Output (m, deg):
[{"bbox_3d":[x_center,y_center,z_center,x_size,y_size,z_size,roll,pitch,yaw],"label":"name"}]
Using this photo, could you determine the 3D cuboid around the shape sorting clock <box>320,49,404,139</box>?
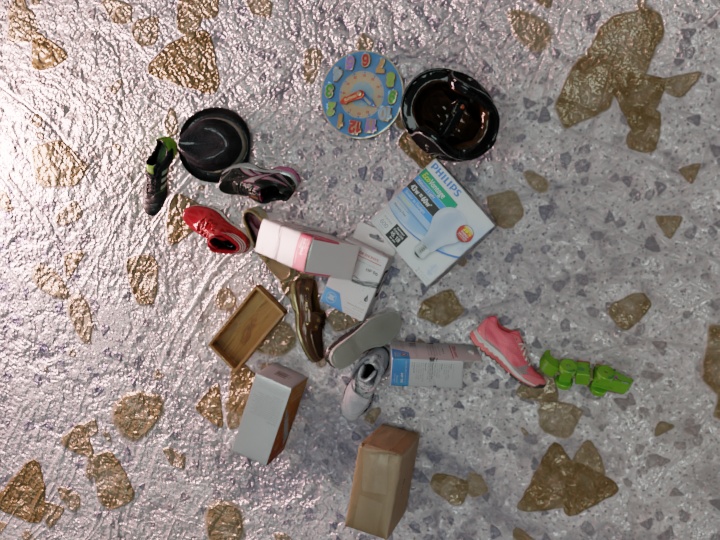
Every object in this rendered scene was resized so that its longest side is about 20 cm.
[{"bbox_3d":[0.002,-0.403,1.674,0.197,0.039,0.203,1,95,14],"label":"shape sorting clock"}]

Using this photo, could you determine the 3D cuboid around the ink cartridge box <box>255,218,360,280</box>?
[{"bbox_3d":[-0.122,-0.049,1.641,0.199,0.145,0.084,22,100,46],"label":"ink cartridge box"}]

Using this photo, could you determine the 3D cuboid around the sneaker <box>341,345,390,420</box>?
[{"bbox_3d":[0.002,0.266,1.694,0.075,0.115,0.202,30,102,11],"label":"sneaker"}]

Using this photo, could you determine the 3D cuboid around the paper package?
[{"bbox_3d":[0.054,0.472,1.659,0.102,0.190,0.203,12,97,18],"label":"paper package"}]

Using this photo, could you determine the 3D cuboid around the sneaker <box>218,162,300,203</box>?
[{"bbox_3d":[-0.245,-0.198,1.718,0.197,0.087,0.081,-2,133,16],"label":"sneaker"}]

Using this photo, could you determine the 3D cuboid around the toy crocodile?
[{"bbox_3d":[0.489,0.224,1.593,0.197,0.062,0.068,10,137,12],"label":"toy crocodile"}]

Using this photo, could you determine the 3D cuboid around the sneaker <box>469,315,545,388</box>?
[{"bbox_3d":[0.340,0.179,1.619,0.200,0.074,0.087,39,102,9],"label":"sneaker"}]

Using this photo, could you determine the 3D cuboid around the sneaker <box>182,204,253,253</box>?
[{"bbox_3d":[-0.358,-0.101,1.757,0.198,0.115,0.079,23,100,12],"label":"sneaker"}]

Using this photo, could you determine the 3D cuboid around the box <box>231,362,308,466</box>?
[{"bbox_3d":[-0.216,0.341,1.754,0.096,0.124,0.202,21,100,12],"label":"box"}]

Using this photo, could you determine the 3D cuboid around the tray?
[{"bbox_3d":[-0.277,0.142,1.799,0.099,0.037,0.200,43,104,7],"label":"tray"}]

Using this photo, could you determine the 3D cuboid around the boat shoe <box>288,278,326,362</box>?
[{"bbox_3d":[-0.116,0.117,1.735,0.067,0.072,0.203,-14,89,17],"label":"boat shoe"}]

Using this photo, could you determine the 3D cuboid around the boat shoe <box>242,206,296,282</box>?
[{"bbox_3d":[-0.225,-0.060,1.751,0.074,0.066,0.201,-34,86,15],"label":"boat shoe"}]

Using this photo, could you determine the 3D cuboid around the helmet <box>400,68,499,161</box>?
[{"bbox_3d":[0.187,-0.329,1.554,0.197,0.191,0.202,-8,116,-17],"label":"helmet"}]

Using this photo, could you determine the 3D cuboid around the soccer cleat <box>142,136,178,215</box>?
[{"bbox_3d":[-0.506,-0.233,1.802,0.067,0.081,0.202,20,100,12],"label":"soccer cleat"}]

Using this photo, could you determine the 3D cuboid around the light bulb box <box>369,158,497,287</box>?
[{"bbox_3d":[0.163,-0.103,1.608,0.200,0.125,0.199,-43,83,11],"label":"light bulb box"}]

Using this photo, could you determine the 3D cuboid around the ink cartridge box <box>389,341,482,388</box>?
[{"bbox_3d":[0.164,0.210,1.630,0.197,0.116,0.068,3,103,0],"label":"ink cartridge box"}]

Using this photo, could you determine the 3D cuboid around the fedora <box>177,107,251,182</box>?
[{"bbox_3d":[-0.364,-0.303,1.752,0.198,0.092,0.204,1,95,15],"label":"fedora"}]

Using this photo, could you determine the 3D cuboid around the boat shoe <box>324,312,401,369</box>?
[{"bbox_3d":[0.005,0.157,1.676,0.199,0.060,0.074,-35,106,-19],"label":"boat shoe"}]

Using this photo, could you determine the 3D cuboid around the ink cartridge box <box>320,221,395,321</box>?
[{"bbox_3d":[0.000,0.000,1.695,0.115,0.068,0.202,24,100,11],"label":"ink cartridge box"}]
